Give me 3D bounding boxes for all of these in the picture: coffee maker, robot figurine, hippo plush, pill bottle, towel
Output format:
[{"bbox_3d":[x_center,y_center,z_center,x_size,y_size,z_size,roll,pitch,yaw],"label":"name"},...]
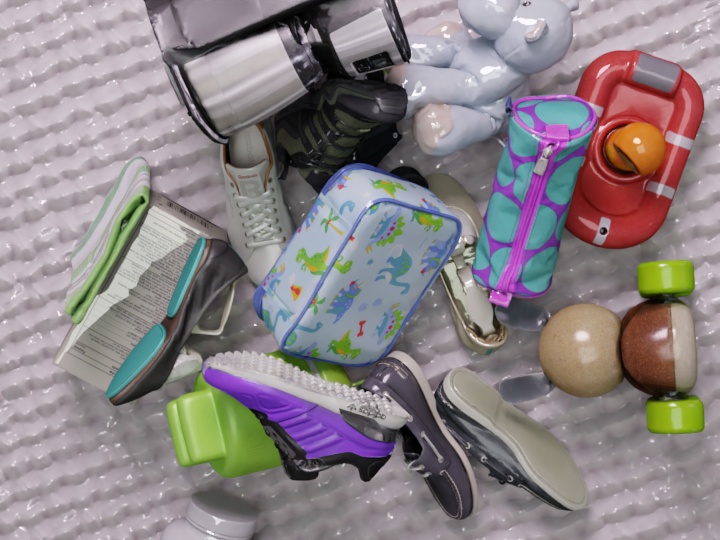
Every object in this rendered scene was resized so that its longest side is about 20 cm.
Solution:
[{"bbox_3d":[-0.077,-0.234,1.015,0.200,0.135,0.192,-24,105,7],"label":"coffee maker"},{"bbox_3d":[-0.094,0.144,1.198,0.200,0.175,0.116,-11,80,-25],"label":"robot figurine"},{"bbox_3d":[0.126,-0.199,1.125,0.200,0.159,0.161,42,139,3],"label":"hippo plush"},{"bbox_3d":[-0.176,0.346,1.252,0.112,0.112,0.200,19,97,3],"label":"pill bottle"},{"bbox_3d":[-0.258,-0.039,1.183,0.031,0.200,0.149,28,98,-16],"label":"towel"}]

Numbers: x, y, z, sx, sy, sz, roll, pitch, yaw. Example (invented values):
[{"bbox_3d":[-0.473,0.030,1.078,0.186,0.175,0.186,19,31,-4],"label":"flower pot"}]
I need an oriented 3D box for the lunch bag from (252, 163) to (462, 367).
[{"bbox_3d":[0.000,0.000,1.160,0.082,0.161,0.200,49,116,40],"label":"lunch bag"}]

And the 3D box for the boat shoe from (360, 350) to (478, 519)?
[{"bbox_3d":[0.058,0.184,1.218,0.063,0.073,0.200,-34,106,-32],"label":"boat shoe"}]

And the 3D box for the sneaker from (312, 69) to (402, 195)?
[{"bbox_3d":[0.005,-0.163,1.225,0.083,0.072,0.201,12,96,-24],"label":"sneaker"}]

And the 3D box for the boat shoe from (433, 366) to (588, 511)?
[{"bbox_3d":[0.151,0.190,1.233,0.199,0.075,0.066,39,127,-6],"label":"boat shoe"}]

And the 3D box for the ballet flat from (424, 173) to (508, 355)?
[{"bbox_3d":[0.108,-0.007,1.217,0.069,0.069,0.200,-20,93,7],"label":"ballet flat"}]

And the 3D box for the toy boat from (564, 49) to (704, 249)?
[{"bbox_3d":[0.267,-0.119,1.156,0.130,0.131,0.200,18,96,-1],"label":"toy boat"}]

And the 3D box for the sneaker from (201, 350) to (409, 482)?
[{"bbox_3d":[-0.062,0.146,1.091,0.200,0.070,0.100,20,97,-6],"label":"sneaker"}]

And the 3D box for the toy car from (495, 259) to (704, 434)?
[{"bbox_3d":[0.238,0.080,1.175,0.199,0.158,0.165,-4,85,14],"label":"toy car"}]

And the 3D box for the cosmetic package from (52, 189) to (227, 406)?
[{"bbox_3d":[-0.231,0.027,1.235,0.103,0.087,0.200,30,96,-12],"label":"cosmetic package"}]

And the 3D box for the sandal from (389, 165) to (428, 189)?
[{"bbox_3d":[-0.006,-0.031,1.231,0.201,0.075,0.048,-50,50,10],"label":"sandal"}]

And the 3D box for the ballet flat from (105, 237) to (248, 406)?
[{"bbox_3d":[-0.178,0.063,1.171,0.068,0.068,0.200,31,97,-20],"label":"ballet flat"}]

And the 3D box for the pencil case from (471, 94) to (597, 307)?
[{"bbox_3d":[0.163,-0.069,1.117,0.085,0.092,0.200,14,126,7],"label":"pencil case"}]

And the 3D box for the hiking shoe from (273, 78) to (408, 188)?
[{"bbox_3d":[-0.019,-0.130,1.128,0.076,0.200,0.101,-1,93,-32],"label":"hiking shoe"}]

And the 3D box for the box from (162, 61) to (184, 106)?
[{"bbox_3d":[-0.089,-0.236,1.167,0.200,0.158,0.048,-22,107,6],"label":"box"}]

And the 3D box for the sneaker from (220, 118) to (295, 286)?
[{"bbox_3d":[-0.115,-0.074,1.224,0.073,0.085,0.201,-11,95,5],"label":"sneaker"}]
